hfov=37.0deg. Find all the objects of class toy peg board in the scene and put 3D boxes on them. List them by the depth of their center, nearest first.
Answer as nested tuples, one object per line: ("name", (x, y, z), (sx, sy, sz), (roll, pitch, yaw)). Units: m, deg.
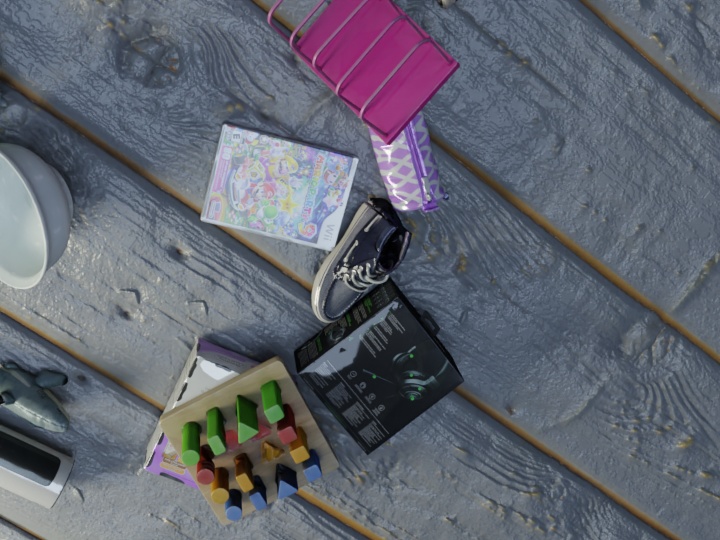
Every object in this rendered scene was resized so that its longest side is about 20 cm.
("toy peg board", (-0.155, 0.264, 1.531), (0.198, 0.098, 0.201), (-26, 111, 2))

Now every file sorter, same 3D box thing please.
("file sorter", (-0.002, -0.290, 1.371), (0.139, 0.125, 0.200), (-47, 69, 9))

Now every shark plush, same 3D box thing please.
("shark plush", (-0.502, 0.165, 1.533), (0.199, 0.083, 0.091), (39, 100, -18))

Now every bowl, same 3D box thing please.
("bowl", (-0.447, -0.086, 1.429), (0.090, 0.199, 0.204), (-30, 119, -44))

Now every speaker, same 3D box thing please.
("speaker", (-0.525, 0.270, 1.569), (0.199, 0.081, 0.082), (30, 103, -16))

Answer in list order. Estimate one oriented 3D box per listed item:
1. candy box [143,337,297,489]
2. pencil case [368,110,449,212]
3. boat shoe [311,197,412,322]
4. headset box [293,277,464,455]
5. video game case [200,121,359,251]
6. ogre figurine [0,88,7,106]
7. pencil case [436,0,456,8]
("candy box", (-0.206, 0.226, 1.601), (0.166, 0.072, 0.202), (23, 105, -14))
("pencil case", (0.059, -0.177, 1.490), (0.083, 0.086, 0.202), (-21, 110, -7))
("boat shoe", (0.000, 0.000, 1.532), (0.074, 0.093, 0.202), (17, 107, -31))
("headset box", (0.031, 0.136, 1.590), (0.199, 0.093, 0.175), (-38, 109, 6))
("video game case", (-0.115, -0.117, 1.523), (0.197, 0.018, 0.145), (13, 106, -12))
("ogre figurine", (-0.543, -0.232, 1.389), (0.199, 0.098, 0.121), (-33, 96, -21))
("pencil case", (0.164, -0.432, 1.417), (0.199, 0.090, 0.078), (-35, 104, 7))
